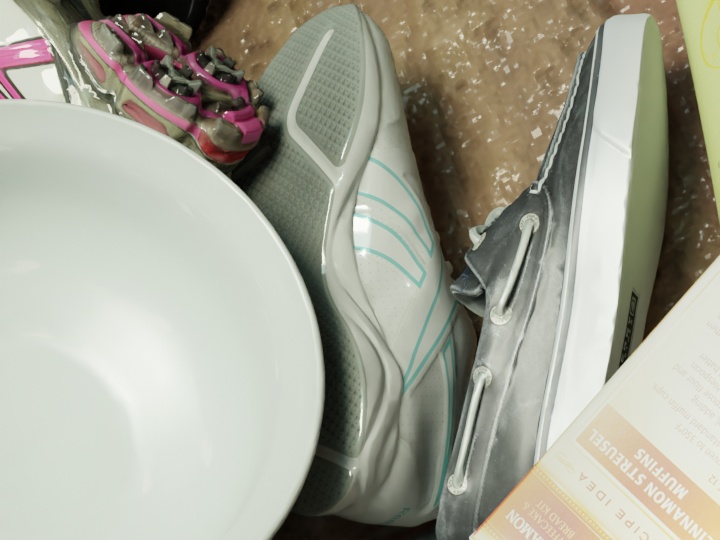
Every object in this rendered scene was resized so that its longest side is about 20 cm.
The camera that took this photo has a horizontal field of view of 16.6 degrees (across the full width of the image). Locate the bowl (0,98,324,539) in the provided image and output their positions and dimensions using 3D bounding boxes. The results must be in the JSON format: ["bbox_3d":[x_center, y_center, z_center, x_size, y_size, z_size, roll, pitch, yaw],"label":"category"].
[{"bbox_3d":[-0.116,0.050,0.837,0.199,0.091,0.202,4,62,-8],"label":"bowl"}]

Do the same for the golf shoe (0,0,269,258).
[{"bbox_3d":[-0.128,-0.082,0.916,0.200,0.072,0.092,44,118,20],"label":"golf shoe"}]

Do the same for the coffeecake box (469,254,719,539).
[{"bbox_3d":[0.151,0.051,0.736,0.200,0.153,0.073,-49,52,2],"label":"coffeecake box"}]

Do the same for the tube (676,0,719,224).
[{"bbox_3d":[0.144,-0.073,0.870,0.058,0.052,0.201,5,57,-11],"label":"tube"}]

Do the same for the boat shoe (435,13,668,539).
[{"bbox_3d":[0.065,0.003,0.862,0.067,0.072,0.202,6,77,18],"label":"boat shoe"}]

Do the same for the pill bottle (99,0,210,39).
[{"bbox_3d":[-0.152,-0.169,1.054,0.112,0.112,0.200,-42,53,7],"label":"pill bottle"}]

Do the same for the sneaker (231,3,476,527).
[{"bbox_3d":[0.000,0.000,0.900,0.070,0.080,0.202,-22,61,39],"label":"sneaker"}]
